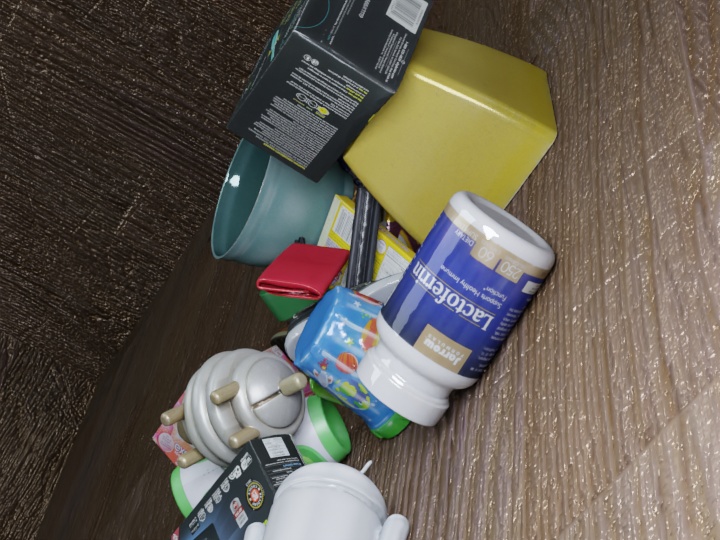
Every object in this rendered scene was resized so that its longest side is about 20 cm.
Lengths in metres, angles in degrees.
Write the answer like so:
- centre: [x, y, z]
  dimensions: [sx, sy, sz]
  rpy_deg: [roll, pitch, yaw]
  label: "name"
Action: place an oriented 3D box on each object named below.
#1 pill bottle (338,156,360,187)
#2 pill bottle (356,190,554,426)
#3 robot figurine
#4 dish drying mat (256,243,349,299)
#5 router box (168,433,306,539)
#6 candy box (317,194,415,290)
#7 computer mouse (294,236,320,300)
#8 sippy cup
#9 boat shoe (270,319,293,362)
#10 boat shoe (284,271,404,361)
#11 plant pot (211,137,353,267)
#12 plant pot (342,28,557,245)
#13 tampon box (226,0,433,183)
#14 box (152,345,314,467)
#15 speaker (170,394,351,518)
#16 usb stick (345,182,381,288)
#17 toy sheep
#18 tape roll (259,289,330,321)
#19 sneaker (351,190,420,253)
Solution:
- centre: [0.009, -0.172, 1.931]
  dimensions: [0.111, 0.200, 0.111]
  rpy_deg: [-47, 9, 10]
  label: "pill bottle"
- centre: [0.085, 0.038, 1.392]
  dimensions: [0.201, 0.115, 0.116]
  rpy_deg: [-58, 13, 13]
  label: "pill bottle"
- centre: [-0.037, 0.262, 1.374]
  dimensions: [0.167, 0.114, 0.201]
  rpy_deg: [-5, 42, 19]
  label: "robot figurine"
- centre: [-0.062, 0.000, 1.667]
  dimensions: [0.200, 0.076, 0.018]
  rpy_deg: [-56, -29, -76]
  label: "dish drying mat"
- centre: [-0.109, 0.290, 1.539]
  dimensions: [0.201, 0.062, 0.151]
  rpy_deg: [-52, 56, 35]
  label: "router box"
- centre: [0.008, -0.003, 1.750]
  dimensions: [0.200, 0.026, 0.103]
  rpy_deg: [42, 119, 49]
  label: "candy box"
- centre: [-0.033, 0.049, 1.773]
  dimensions: [0.034, 0.202, 0.059]
  rpy_deg: [-21, -12, -2]
  label: "computer mouse"
- centre: [0.005, 0.087, 1.565]
  dimensions: [0.179, 0.129, 0.140]
  rpy_deg: [-56, 13, 19]
  label: "sippy cup"
- centre: [-0.052, 0.078, 1.966]
  dimensions: [0.074, 0.075, 0.199]
  rpy_deg: [-58, 17, -25]
  label: "boat shoe"
- centre: [0.004, 0.040, 1.640]
  dimensions: [0.198, 0.069, 0.057]
  rpy_deg: [-23, 34, 10]
  label: "boat shoe"
- centre: [-0.090, -0.090, 1.877]
  dimensions: [0.201, 0.133, 0.202]
  rpy_deg: [-53, 26, 40]
  label: "plant pot"
- centre: [0.089, -0.159, 1.675]
  dimensions: [0.201, 0.175, 0.201]
  rpy_deg: [-54, 13, 25]
  label: "plant pot"
- centre: [-0.036, -0.224, 1.616]
  dimensions: [0.200, 0.125, 0.151]
  rpy_deg: [-43, 20, 54]
  label: "tampon box"
- centre: [-0.147, 0.183, 1.833]
  dimensions: [0.095, 0.103, 0.199]
  rpy_deg: [-52, -16, 30]
  label: "box"
- centre: [-0.113, 0.216, 1.677]
  dimensions: [0.198, 0.089, 0.089]
  rpy_deg: [-28, 21, 11]
  label: "speaker"
- centre: [0.000, 0.000, 1.700]
  dimensions: [0.055, 0.032, 0.203]
  rpy_deg: [-23, -60, -86]
  label: "usb stick"
- centre: [-0.127, 0.147, 1.581]
  dimensions: [0.199, 0.138, 0.139]
  rpy_deg: [-19, 39, 42]
  label: "toy sheep"
- centre: [-0.046, -0.011, 2.009]
  dimensions: [0.199, 0.048, 0.201]
  rpy_deg: [-37, 8, 6]
  label: "tape roll"
- centre: [0.036, -0.005, 1.812]
  dimensions: [0.075, 0.089, 0.203]
  rpy_deg: [2, 85, 53]
  label: "sneaker"
